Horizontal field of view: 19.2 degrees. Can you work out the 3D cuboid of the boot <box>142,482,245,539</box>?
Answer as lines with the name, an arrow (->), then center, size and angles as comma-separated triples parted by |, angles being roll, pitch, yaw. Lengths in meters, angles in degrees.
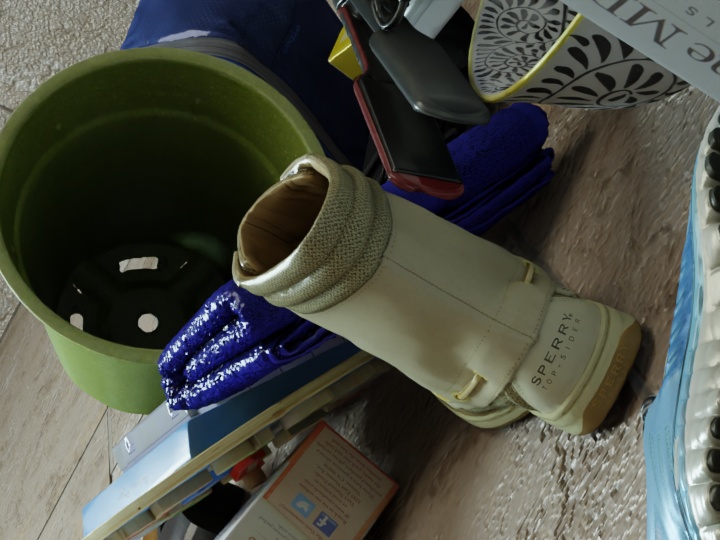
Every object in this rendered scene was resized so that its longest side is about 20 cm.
boot -> -0.126, 0.228, 1.307 | 0.200, 0.068, 0.188 | -69, 20, 7

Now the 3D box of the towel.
towel -> 0.000, 0.000, 1.051 | 0.200, 0.050, 0.148 | -33, -6, -27

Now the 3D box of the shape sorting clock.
shape sorting clock -> -0.063, 0.095, 1.101 | 0.200, 0.039, 0.200 | -30, -7, -4

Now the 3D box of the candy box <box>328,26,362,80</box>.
candy box -> 0.056, -0.188, 1.211 | 0.200, 0.026, 0.102 | -32, 30, 52

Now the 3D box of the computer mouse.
computer mouse -> 0.038, -0.085, 1.231 | 0.200, 0.053, 0.139 | -78, 14, -50

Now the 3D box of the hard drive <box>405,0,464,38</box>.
hard drive -> 0.067, -0.200, 0.979 | 0.200, 0.026, 0.132 | -50, 24, 48

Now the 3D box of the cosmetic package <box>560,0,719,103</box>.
cosmetic package -> 0.167, -0.150, 0.606 | 0.165, 0.165, 0.200 | -64, 12, -25

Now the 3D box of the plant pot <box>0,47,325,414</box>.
plant pot -> -0.124, -0.001, 1.283 | 0.190, 0.200, 0.200 | 106, -176, -64

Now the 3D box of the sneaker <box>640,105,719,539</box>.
sneaker -> 0.119, 0.026, 0.679 | 0.090, 0.078, 0.200 | -51, 18, 53

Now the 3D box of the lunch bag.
lunch bag -> -0.073, -0.093, 1.385 | 0.136, 0.200, 0.132 | -3, 54, 36

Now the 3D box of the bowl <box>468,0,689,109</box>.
bowl -> 0.134, -0.142, 0.888 | 0.201, 0.094, 0.201 | -58, 15, 25

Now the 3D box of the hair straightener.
hair straightener -> 0.023, -0.114, 0.933 | 0.200, 0.041, 0.077 | -103, 29, -55

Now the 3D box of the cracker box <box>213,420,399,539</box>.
cracker box -> -0.074, 0.178, 1.030 | 0.134, 0.058, 0.200 | -50, 0, 42

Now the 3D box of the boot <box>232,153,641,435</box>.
boot -> 0.017, 0.010, 0.913 | 0.073, 0.155, 0.200 | -64, 13, -3

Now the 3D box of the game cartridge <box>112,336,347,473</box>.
game cartridge -> -0.065, 0.069, 1.228 | 0.130, 0.038, 0.200 | -33, -3, -26
